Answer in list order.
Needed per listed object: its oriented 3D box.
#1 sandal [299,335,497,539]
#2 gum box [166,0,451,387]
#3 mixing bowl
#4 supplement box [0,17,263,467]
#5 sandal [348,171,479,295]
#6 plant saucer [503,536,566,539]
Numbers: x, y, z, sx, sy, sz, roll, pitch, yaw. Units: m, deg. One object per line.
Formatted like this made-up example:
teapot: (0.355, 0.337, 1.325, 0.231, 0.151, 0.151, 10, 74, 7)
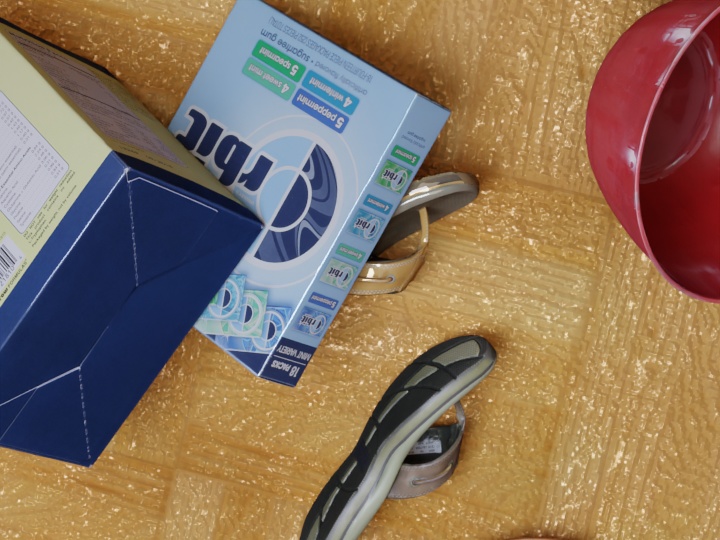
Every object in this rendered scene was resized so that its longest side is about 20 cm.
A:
sandal: (0.030, 0.125, 1.263, 0.057, 0.080, 0.201, 31, 107, -13)
gum box: (-0.059, -0.055, 1.219, 0.170, 0.044, 0.201, 35, 99, 36)
mixing bowl: (0.212, -0.091, 1.167, 0.199, 0.108, 0.201, -13, 115, -29)
supplement box: (-0.209, -0.022, 1.203, 0.200, 0.134, 0.200, -53, 54, 10)
sandal: (0.000, 0.000, 1.243, 0.200, 0.080, 0.054, -34, 77, 17)
plant saucer: (0.120, 0.274, 1.277, 0.199, 0.037, 0.201, 1, 97, 9)
